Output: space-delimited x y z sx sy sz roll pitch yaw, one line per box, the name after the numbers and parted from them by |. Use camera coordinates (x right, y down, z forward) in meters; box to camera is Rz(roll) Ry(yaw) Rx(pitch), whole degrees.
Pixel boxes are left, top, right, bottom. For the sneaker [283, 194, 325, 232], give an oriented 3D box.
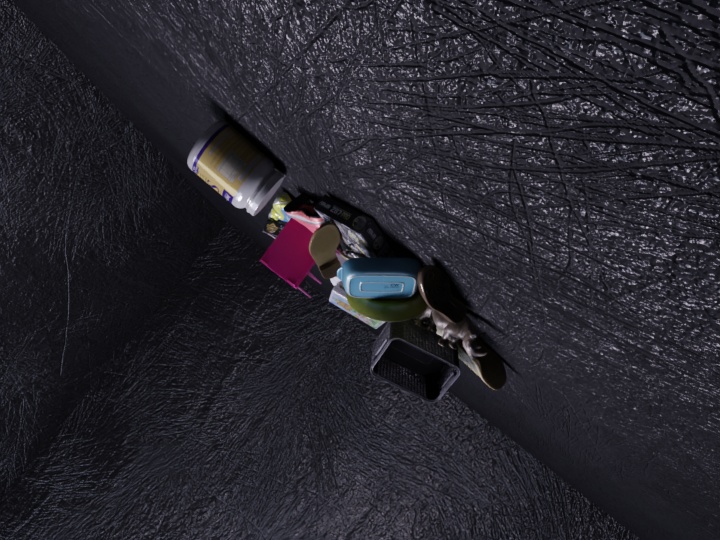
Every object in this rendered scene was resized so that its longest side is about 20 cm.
-0.127 -0.128 1.332 0.199 0.073 0.088 28 150 51 | sneaker

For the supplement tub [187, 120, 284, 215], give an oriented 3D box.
-0.298 -0.244 1.285 0.199 0.146 0.145 40 171 -6 | supplement tub

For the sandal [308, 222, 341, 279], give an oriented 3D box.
-0.090 -0.063 1.250 0.213 0.077 0.070 83 161 -58 | sandal

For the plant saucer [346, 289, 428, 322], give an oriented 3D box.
0.065 0.049 1.250 0.199 0.198 0.032 32 132 38 | plant saucer

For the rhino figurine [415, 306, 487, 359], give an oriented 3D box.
0.213 0.133 1.211 0.059 0.089 0.199 7 -158 -43 | rhino figurine

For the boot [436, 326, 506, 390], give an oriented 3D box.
0.295 0.227 1.433 0.200 0.072 0.154 49 168 -14 | boot

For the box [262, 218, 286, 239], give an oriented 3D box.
-0.175 -0.087 1.643 0.195 0.051 0.200 18 173 17 | box

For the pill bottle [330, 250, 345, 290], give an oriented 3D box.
-0.028 0.022 1.609 0.112 0.113 0.200 33 170 29 | pill bottle

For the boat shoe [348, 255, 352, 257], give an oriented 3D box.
0.003 0.002 1.466 0.074 0.087 0.202 34 169 27 | boat shoe

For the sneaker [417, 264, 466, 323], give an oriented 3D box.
0.155 0.048 1.125 0.075 0.071 0.200 31 167 45 | sneaker

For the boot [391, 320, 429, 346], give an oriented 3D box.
0.093 0.123 1.478 0.199 0.184 0.065 31 129 40 | boot

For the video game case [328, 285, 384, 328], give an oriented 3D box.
-0.011 0.115 1.617 0.180 0.022 0.200 31 167 1 | video game case

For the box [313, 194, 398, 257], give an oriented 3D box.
-0.002 -0.076 1.222 0.160 0.049 0.200 34 170 38 | box

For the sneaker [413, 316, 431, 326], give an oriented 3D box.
0.174 0.118 1.354 0.075 0.082 0.199 43 170 -29 | sneaker

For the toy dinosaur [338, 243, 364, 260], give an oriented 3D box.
0.000 -0.016 1.232 0.199 0.048 0.088 37 179 25 | toy dinosaur

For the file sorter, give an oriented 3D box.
-0.138 -0.051 1.428 0.138 0.201 0.125 33 173 28 | file sorter

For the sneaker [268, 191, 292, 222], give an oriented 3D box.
-0.213 -0.162 1.575 0.105 0.076 0.200 39 170 -3 | sneaker

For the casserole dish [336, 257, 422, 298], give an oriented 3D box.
0.046 0.022 1.162 0.196 0.039 0.122 0 146 -2 | casserole dish

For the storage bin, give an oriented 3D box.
0.136 0.221 1.328 0.198 0.136 0.094 27 -150 -9 | storage bin
